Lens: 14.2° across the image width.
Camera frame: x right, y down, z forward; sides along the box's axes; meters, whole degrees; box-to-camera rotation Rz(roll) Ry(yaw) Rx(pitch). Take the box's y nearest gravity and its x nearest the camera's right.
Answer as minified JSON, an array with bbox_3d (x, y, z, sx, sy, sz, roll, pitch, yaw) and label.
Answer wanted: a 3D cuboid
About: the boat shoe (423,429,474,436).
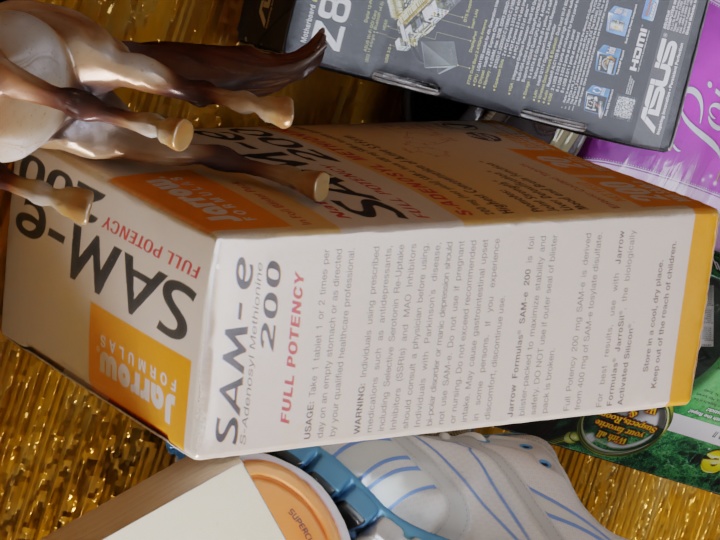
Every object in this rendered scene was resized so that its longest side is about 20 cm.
[{"bbox_3d":[0.010,0.054,1.090,0.072,0.065,0.200,-8,111,-54],"label":"boat shoe"}]

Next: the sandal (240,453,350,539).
[{"bbox_3d":[-0.047,0.163,0.950,0.079,0.059,0.207,22,79,-19],"label":"sandal"}]

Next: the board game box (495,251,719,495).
[{"bbox_3d":[0.120,0.035,1.159,0.200,0.023,0.105,19,122,-30],"label":"board game box"}]

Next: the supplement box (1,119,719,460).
[{"bbox_3d":[0.000,0.000,0.947,0.200,0.126,0.074,-4,109,-36],"label":"supplement box"}]

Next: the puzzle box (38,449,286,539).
[{"bbox_3d":[-0.096,0.154,0.893,0.200,0.025,0.133,-29,113,-4],"label":"puzzle box"}]

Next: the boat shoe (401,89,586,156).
[{"bbox_3d":[0.068,-0.126,1.082,0.073,0.074,0.200,8,97,-56],"label":"boat shoe"}]

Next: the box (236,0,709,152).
[{"bbox_3d":[0.059,-0.154,1.013,0.161,0.049,0.200,11,96,-28],"label":"box"}]

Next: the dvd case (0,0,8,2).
[{"bbox_3d":[-0.094,-0.199,0.862,0.143,0.018,0.200,-47,140,-32],"label":"dvd case"}]

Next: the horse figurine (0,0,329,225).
[{"bbox_3d":[-0.090,-0.052,0.852,0.200,0.132,0.050,-13,119,-60],"label":"horse figurine"}]

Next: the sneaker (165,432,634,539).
[{"bbox_3d":[0.024,0.084,1.039,0.087,0.200,0.075,-59,-178,-35],"label":"sneaker"}]

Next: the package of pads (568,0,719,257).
[{"bbox_3d":[0.160,-0.057,1.181,0.200,0.076,0.121,21,87,-30],"label":"package of pads"}]
